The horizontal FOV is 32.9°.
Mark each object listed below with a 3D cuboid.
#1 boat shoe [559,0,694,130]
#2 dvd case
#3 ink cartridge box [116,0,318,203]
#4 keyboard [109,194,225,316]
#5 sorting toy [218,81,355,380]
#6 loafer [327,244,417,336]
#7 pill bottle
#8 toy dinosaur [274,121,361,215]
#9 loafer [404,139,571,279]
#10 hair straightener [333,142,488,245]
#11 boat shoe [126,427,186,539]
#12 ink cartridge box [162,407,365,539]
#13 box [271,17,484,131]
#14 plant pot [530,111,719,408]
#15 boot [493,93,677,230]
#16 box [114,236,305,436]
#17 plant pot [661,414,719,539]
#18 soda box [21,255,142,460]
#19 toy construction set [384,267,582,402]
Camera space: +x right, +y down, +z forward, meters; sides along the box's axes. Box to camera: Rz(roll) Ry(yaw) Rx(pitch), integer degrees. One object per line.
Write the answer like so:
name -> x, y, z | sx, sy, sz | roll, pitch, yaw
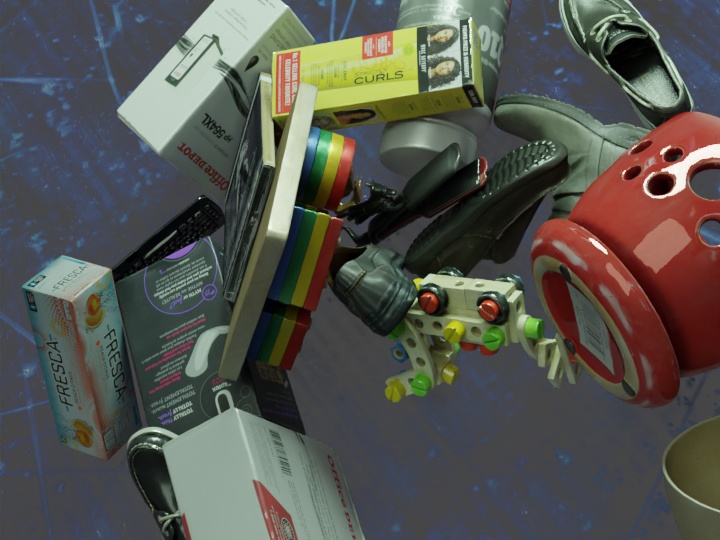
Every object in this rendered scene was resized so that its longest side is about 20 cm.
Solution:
boat shoe -> 0.258, -0.221, 1.190 | 0.070, 0.064, 0.201 | -36, 63, 6
dvd case -> -0.109, -0.085, 1.193 | 0.201, 0.016, 0.150 | -100, 25, -57
ink cartridge box -> -0.138, -0.189, 1.293 | 0.200, 0.146, 0.084 | -49, 62, 1
keyboard -> -0.216, 0.007, 1.284 | 0.199, 0.104, 0.040 | -39, 72, 3
sorting toy -> -0.061, -0.029, 1.115 | 0.069, 0.200, 0.202 | 16, 46, -8
loafer -> 0.000, 0.000, 1.153 | 0.072, 0.200, 0.073 | 37, 90, -13
pill bottle -> 0.083, -0.198, 1.225 | 0.112, 0.114, 0.203 | 5, 74, 23
toy dinosaur -> -0.054, -0.072, 1.265 | 0.105, 0.060, 0.203 | -5, 101, 10
loafer -> 0.130, -0.048, 1.164 | 0.199, 0.071, 0.073 | -39, 16, 32
hair straightener -> 0.031, -0.074, 1.194 | 0.199, 0.076, 0.041 | -26, 48, 45
boat shoe -> -0.154, 0.238, 1.134 | 0.073, 0.060, 0.201 | -25, 106, 17
ink cartridge box -> -0.078, 0.222, 1.094 | 0.082, 0.200, 0.148 | -27, 63, 14
box -> 0.016, -0.181, 1.151 | 0.197, 0.050, 0.076 | -6, 70, 18
plant pot -> 0.252, -0.003, 1.018 | 0.181, 0.201, 0.201 | -31, 62, -10
boot -> 0.196, -0.086, 1.171 | 0.198, 0.068, 0.132 | 22, 87, 28
box -> -0.152, 0.089, 1.222 | 0.121, 0.106, 0.202 | -25, 64, 14
plant pot -> 0.343, 0.208, 0.954 | 0.198, 0.200, 0.136 | -4, 107, 20
soda box -> -0.277, 0.090, 1.227 | 0.068, 0.202, 0.064 | 14, 36, 25
toy construction set -> 0.107, 0.064, 1.122 | 0.197, 0.133, 0.092 | -1, 26, 21
